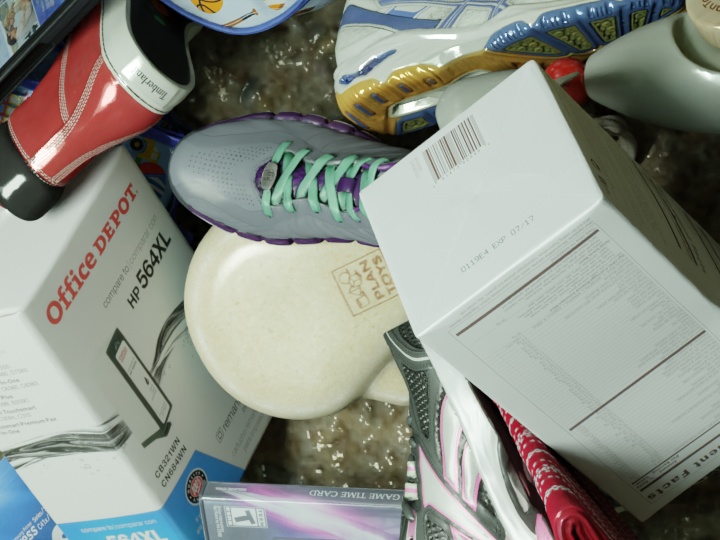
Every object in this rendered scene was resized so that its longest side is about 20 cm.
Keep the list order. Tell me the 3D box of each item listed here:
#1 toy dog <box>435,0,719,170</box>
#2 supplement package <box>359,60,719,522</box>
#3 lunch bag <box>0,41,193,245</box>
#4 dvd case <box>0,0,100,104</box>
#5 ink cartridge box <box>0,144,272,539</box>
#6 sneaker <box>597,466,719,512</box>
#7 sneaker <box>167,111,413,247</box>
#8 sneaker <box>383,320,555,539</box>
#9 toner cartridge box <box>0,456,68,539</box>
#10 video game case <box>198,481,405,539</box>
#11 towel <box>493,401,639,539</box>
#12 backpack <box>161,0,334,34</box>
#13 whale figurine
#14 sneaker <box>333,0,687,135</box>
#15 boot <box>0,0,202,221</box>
[{"bbox_3d":[0.142,-0.077,1.318,0.200,0.132,0.096,-31,43,34],"label":"toy dog"},{"bbox_3d":[0.111,0.014,1.274,0.114,0.200,0.110,-37,42,15],"label":"supplement package"},{"bbox_3d":[-0.191,-0.055,1.586,0.200,0.094,0.151,26,117,9],"label":"lunch bag"},{"bbox_3d":[-0.213,-0.158,1.454,0.200,0.018,0.143,-40,57,38],"label":"dvd case"},{"bbox_3d":[-0.145,0.051,1.489,0.084,0.146,0.200,-8,129,33],"label":"ink cartridge box"},{"bbox_3d":[0.155,0.082,1.397,0.200,0.075,0.081,-28,87,35],"label":"sneaker"},{"bbox_3d":[-0.007,-0.049,1.381,0.200,0.088,0.075,9,82,5],"label":"sneaker"},{"bbox_3d":[0.051,0.117,1.383,0.086,0.080,0.200,-30,68,13],"label":"sneaker"},{"bbox_3d":[-0.232,0.197,1.690,0.095,0.043,0.200,51,123,12],"label":"toner cartridge box"},{"bbox_3d":[0.015,0.180,1.473,0.200,0.019,0.143,2,128,11],"label":"video game case"},{"bbox_3d":[0.117,0.132,1.298,0.022,0.200,0.145,-37,110,4],"label":"towel"},{"bbox_3d":[-0.054,-0.224,1.406,0.200,0.154,0.191,45,125,14],"label":"backpack"},{"bbox_3d":[0.000,0.000,1.475,0.200,0.104,0.159,-27,97,11],"label":"whale figurine"},{"bbox_3d":[0.075,-0.142,1.390,0.200,0.075,0.088,-13,62,18],"label":"sneaker"},{"bbox_3d":[-0.160,-0.108,1.470,0.144,0.200,0.072,-40,111,19],"label":"boot"}]
